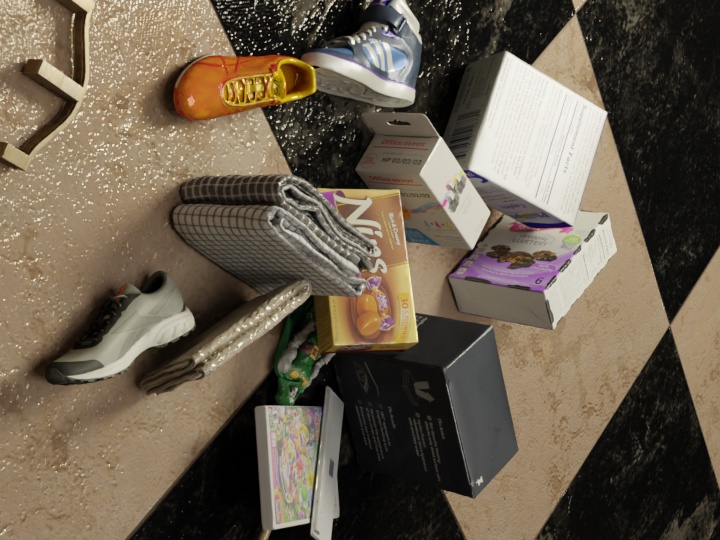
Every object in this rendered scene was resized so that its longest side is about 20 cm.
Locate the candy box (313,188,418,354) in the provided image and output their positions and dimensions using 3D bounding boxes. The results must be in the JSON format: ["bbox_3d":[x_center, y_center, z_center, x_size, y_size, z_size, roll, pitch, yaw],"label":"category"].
[{"bbox_3d":[0.000,0.000,1.613,0.116,0.056,0.202,0,75,-21],"label":"candy box"}]

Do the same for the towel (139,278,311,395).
[{"bbox_3d":[-0.150,0.077,1.473,0.200,0.132,0.035,-37,99,-39],"label":"towel"}]

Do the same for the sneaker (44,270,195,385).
[{"bbox_3d":[-0.265,0.065,1.392,0.200,0.073,0.080,-35,112,-48],"label":"sneaker"}]

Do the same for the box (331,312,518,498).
[{"bbox_3d":[0.084,0.170,1.709,0.117,0.199,0.198,-36,123,-40],"label":"box"}]

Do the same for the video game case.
[{"bbox_3d":[-0.076,0.240,1.602,0.200,0.018,0.145,16,68,-68],"label":"video game case"}]

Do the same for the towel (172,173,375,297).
[{"bbox_3d":[-0.094,-0.043,1.496,0.200,0.165,0.086,36,63,-46],"label":"towel"}]

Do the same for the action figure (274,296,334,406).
[{"bbox_3d":[-0.058,0.081,1.644,0.118,0.054,0.201,40,68,-44],"label":"action figure"}]

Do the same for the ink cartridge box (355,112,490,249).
[{"bbox_3d":[0.074,-0.118,1.716,0.200,0.114,0.068,51,58,-40],"label":"ink cartridge box"}]

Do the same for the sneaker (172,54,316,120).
[{"bbox_3d":[-0.131,-0.217,1.491,0.199,0.077,0.074,-24,116,-43],"label":"sneaker"}]

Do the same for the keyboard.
[{"bbox_3d":[-0.041,0.250,1.654,0.056,0.011,0.202,61,30,-55],"label":"keyboard"}]

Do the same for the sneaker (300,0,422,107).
[{"bbox_3d":[0.002,-0.297,1.640,0.199,0.080,0.148,11,80,-46],"label":"sneaker"}]

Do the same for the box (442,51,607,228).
[{"bbox_3d":[0.227,-0.180,1.848,0.199,0.105,0.185,25,76,-25],"label":"box"}]

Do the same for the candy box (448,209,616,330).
[{"bbox_3d":[0.254,-0.011,1.903,0.200,0.167,0.072,-46,129,-36],"label":"candy box"}]

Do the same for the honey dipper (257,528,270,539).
[{"bbox_3d":[-0.121,0.336,1.618,0.038,0.038,0.201,41,64,-45],"label":"honey dipper"}]

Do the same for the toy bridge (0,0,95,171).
[{"bbox_3d":[-0.311,-0.193,1.322,0.067,0.027,0.202,35,70,-49],"label":"toy bridge"}]
